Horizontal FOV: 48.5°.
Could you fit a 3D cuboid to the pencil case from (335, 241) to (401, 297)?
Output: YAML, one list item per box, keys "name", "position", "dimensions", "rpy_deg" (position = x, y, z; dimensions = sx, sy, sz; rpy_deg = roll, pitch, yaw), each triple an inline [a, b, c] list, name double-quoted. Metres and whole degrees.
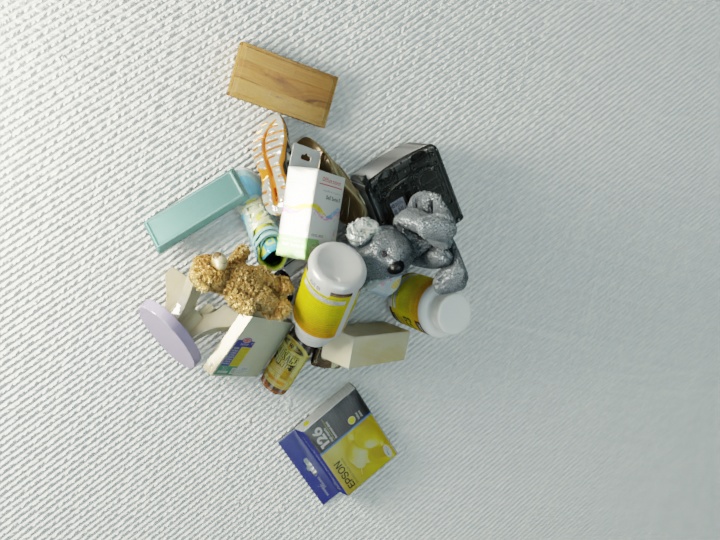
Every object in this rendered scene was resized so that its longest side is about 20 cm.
- name: "pencil case"
  position: [0.000, 0.000, 1.586]
  dimensions: [0.198, 0.082, 0.093]
  rpy_deg: [10, 57, -52]

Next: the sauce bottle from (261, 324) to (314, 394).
- name: "sauce bottle"
  position: [-0.127, 0.152, 1.593]
  dimensions: [0.065, 0.066, 0.203]
  rpy_deg: [24, 106, -25]

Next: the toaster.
- name: "toaster"
  position: [0.087, -0.151, 1.610]
  dimensions: [0.178, 0.118, 0.203]
  rpy_deg: [-31, 112, -14]

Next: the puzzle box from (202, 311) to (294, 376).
- name: "puzzle box"
  position: [-0.207, 0.140, 1.511]
  dimensions: [0.025, 0.200, 0.134]
  rpy_deg: [38, 94, 19]

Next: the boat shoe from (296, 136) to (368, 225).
- name: "boat shoe"
  position: [-0.058, -0.171, 1.556]
  dimensions: [0.071, 0.064, 0.202]
  rpy_deg: [-37, 84, 18]

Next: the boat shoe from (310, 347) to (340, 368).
- name: "boat shoe"
  position: [-0.074, 0.101, 1.625]
  dimensions: [0.073, 0.075, 0.209]
  rpy_deg: [-1, 99, -10]

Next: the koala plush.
- name: "koala plush"
  position: [0.077, -0.044, 1.491]
  dimensions: [0.195, 0.185, 0.180]
  rpy_deg: [-21, 128, 0]

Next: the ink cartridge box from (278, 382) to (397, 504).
- name: "ink cartridge box"
  position: [-0.045, 0.380, 1.715]
  dimensions: [0.199, 0.047, 0.200]
  rpy_deg: [-39, 114, -13]

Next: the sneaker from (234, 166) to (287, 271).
- name: "sneaker"
  position: [-0.185, -0.092, 1.498]
  dimensions: [0.078, 0.131, 0.204]
  rpy_deg: [-25, 111, -6]

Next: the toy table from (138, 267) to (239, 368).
- name: "toy table"
  position: [-0.315, 0.084, 1.461]
  dimensions: [0.182, 0.201, 0.118]
  rpy_deg: [37, 65, 7]

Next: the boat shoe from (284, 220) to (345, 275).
- name: "boat shoe"
  position: [-0.089, -0.076, 1.584]
  dimensions: [0.062, 0.072, 0.200]
  rpy_deg: [47, 68, -9]

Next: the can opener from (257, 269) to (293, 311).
- name: "can opener"
  position: [-0.199, 0.087, 1.578]
  dimensions: [0.078, 0.063, 0.202]
  rpy_deg: [24, 102, -52]

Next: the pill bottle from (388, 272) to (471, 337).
- name: "pill bottle"
  position: [0.142, 0.072, 1.626]
  dimensions: [0.106, 0.199, 0.113]
  rpy_deg: [-3, 99, -24]

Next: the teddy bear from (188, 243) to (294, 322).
- name: "teddy bear"
  position: [-0.201, 0.019, 1.403]
  dimensions: [0.198, 0.067, 0.147]
  rpy_deg: [35, 47, -11]

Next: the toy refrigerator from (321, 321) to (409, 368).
- name: "toy refrigerator"
  position: [0.013, 0.152, 1.622]
  dimensions: [0.198, 0.075, 0.072]
  rpy_deg: [1, 103, -54]

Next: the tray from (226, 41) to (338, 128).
- name: "tray"
  position: [-0.146, -0.349, 1.513]
  dimensions: [0.196, 0.037, 0.101]
  rpy_deg: [14, 96, -26]

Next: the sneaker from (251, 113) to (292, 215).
- name: "sneaker"
  position: [-0.152, -0.196, 1.510]
  dimensions: [0.077, 0.077, 0.206]
  rpy_deg: [13, 68, -57]

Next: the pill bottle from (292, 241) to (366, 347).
- name: "pill bottle"
  position: [-0.063, 0.051, 1.450]
  dimensions: [0.106, 0.111, 0.202]
  rpy_deg: [-2, 142, -22]

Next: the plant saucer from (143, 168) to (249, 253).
- name: "plant saucer"
  position: [-0.304, -0.112, 1.471]
  dimensions: [0.197, 0.019, 0.071]
  rpy_deg: [-31, 76, -4]

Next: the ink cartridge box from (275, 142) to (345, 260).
- name: "ink cartridge box"
  position: [-0.087, -0.122, 1.465]
  dimensions: [0.116, 0.066, 0.206]
  rpy_deg: [3, 96, -65]
